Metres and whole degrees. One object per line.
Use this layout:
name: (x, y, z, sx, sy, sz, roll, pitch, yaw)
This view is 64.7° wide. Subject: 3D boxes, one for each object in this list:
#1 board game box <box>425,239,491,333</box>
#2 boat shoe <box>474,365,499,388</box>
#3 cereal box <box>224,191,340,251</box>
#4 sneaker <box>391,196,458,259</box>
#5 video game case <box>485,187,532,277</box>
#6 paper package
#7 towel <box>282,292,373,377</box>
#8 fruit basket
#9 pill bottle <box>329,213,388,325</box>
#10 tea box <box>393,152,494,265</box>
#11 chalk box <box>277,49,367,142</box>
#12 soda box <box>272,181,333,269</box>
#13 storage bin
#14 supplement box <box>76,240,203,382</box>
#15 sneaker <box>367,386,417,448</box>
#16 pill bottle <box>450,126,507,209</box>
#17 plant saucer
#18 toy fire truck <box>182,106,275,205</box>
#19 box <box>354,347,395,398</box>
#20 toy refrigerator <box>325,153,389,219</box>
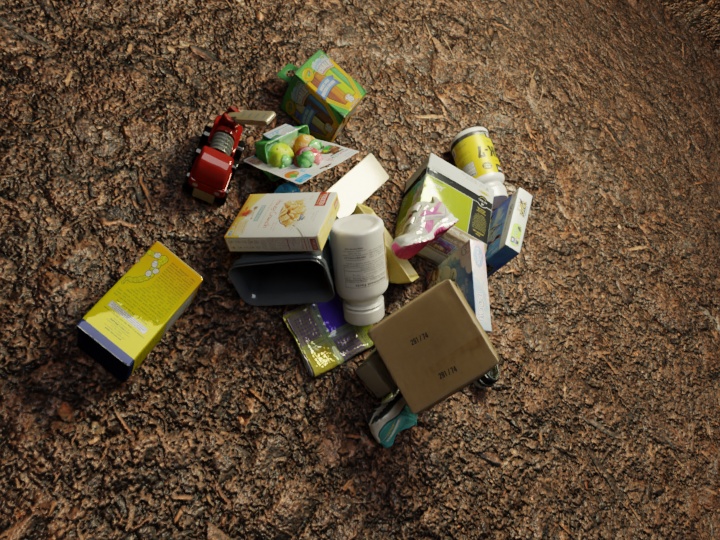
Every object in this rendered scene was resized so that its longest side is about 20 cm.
board game box: (0.211, 0.068, 1.262, 0.042, 0.199, 0.207, 12, 61, -21)
boat shoe: (0.271, 0.169, 1.331, 0.074, 0.060, 0.205, -15, 75, -32)
cereal box: (-0.147, -0.096, 1.096, 0.193, 0.040, 0.146, -1, 41, 17)
sneaker: (0.123, -0.095, 1.218, 0.198, 0.081, 0.089, -32, 84, -43)
video game case: (0.330, -0.076, 1.392, 0.045, 0.200, 0.185, 29, 56, -9)
paper package: (0.143, 0.147, 1.102, 0.194, 0.197, 0.103, 59, 11, 11)
towel: (-0.058, 0.124, 1.199, 0.196, 0.023, 0.147, -20, 77, -34)
fruit basket: (-0.131, -0.255, 1.241, 0.183, 0.197, 0.096, -34, 128, -34)
pill bottle: (0.000, 0.000, 1.156, 0.112, 0.113, 0.207, -22, 119, -34)
tea box: (0.206, -0.135, 1.394, 0.195, 0.134, 0.202, 26, 57, -14)
chalk box: (-0.107, -0.428, 1.369, 0.198, 0.124, 0.126, 39, 55, -6)
soda box: (-0.116, -0.091, 1.229, 0.201, 0.068, 0.064, 50, 25, 1)
storage bin: (-0.143, -0.020, 1.137, 0.193, 0.148, 0.138, -4, 50, 12)
supplement box: (-0.385, 0.071, 0.996, 0.109, 0.109, 0.202, 38, 55, -6)
sneaker: (0.094, 0.285, 1.189, 0.198, 0.077, 0.081, -37, 105, -30)
pill bottle: (0.321, -0.270, 1.533, 0.111, 0.114, 0.206, -6, 70, -29)
plant saucer: (0.050, -0.049, 1.271, 0.048, 0.200, 0.202, -36, 85, 10)
toy fire truck: (-0.266, -0.251, 1.154, 0.125, 0.200, 0.181, 21, 58, -16)
box: (0.081, 0.171, 1.224, 0.082, 0.068, 0.200, 45, 54, -1)
toy refrigerator: (-0.024, -0.184, 1.336, 0.076, 0.070, 0.200, 48, 55, -7)
